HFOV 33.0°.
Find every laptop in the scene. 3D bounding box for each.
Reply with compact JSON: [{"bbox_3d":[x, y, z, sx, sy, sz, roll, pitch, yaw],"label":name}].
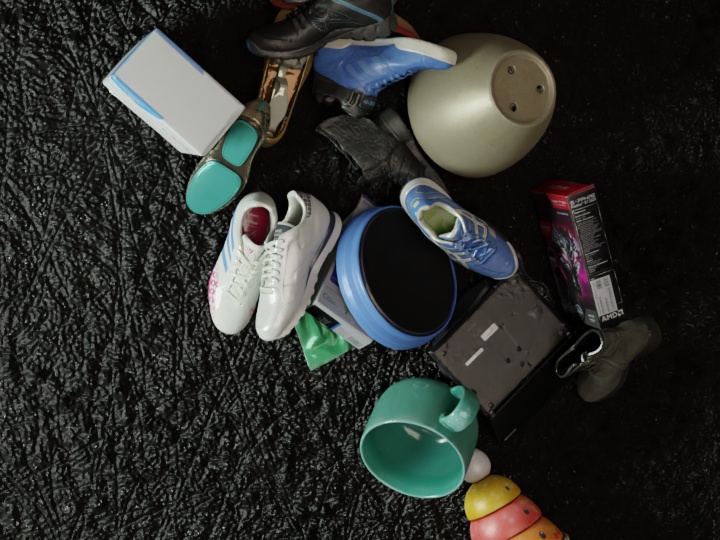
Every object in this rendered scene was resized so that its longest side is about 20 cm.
[{"bbox_3d":[0.212,0.128,1.746,0.177,0.103,0.200,-44,96,-11],"label":"laptop"}]

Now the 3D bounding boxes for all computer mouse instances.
[{"bbox_3d":[0.176,0.071,1.748,0.200,0.053,0.139,-46,118,-10],"label":"computer mouse"}]

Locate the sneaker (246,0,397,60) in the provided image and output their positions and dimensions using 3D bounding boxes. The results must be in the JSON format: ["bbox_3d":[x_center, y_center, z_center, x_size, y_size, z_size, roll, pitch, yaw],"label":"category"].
[{"bbox_3d":[-0.054,-0.328,1.560,0.199,0.073,0.082,-17,125,-11],"label":"sneaker"}]

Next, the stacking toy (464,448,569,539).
[{"bbox_3d":[0.198,0.350,1.769,0.146,0.146,0.201,-29,89,-8],"label":"stacking toy"}]

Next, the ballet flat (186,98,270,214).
[{"bbox_3d":[-0.165,-0.152,1.601,0.068,0.075,0.200,35,134,-4],"label":"ballet flat"}]

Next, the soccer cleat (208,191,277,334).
[{"bbox_3d":[-0.159,-0.008,1.635,0.070,0.086,0.201,12,96,-15],"label":"soccer cleat"}]

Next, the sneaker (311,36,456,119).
[{"bbox_3d":[0.028,-0.252,1.614,0.199,0.077,0.112,9,94,19],"label":"sneaker"}]

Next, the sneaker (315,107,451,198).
[{"bbox_3d":[0.035,-0.143,1.679,0.104,0.060,0.200,-35,99,-8],"label":"sneaker"}]

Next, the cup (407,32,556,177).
[{"bbox_3d":[0.182,-0.232,1.633,0.199,0.143,0.201,1,88,-22],"label":"cup"}]

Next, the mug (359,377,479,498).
[{"bbox_3d":[0.101,0.223,1.690,0.184,0.115,0.152,-7,124,28],"label":"mug"}]

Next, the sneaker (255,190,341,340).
[{"bbox_3d":[-0.100,-0.006,1.600,0.080,0.076,0.201,34,70,-42],"label":"sneaker"}]

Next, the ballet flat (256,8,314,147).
[{"bbox_3d":[-0.099,-0.260,1.625,0.068,0.063,0.201,13,95,-15],"label":"ballet flat"}]

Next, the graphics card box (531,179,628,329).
[{"bbox_3d":[0.310,-0.024,1.726,0.051,0.125,0.201,-20,103,-13],"label":"graphics card box"}]

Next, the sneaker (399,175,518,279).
[{"bbox_3d":[0.134,-0.045,1.654,0.200,0.077,0.076,34,108,-18],"label":"sneaker"}]

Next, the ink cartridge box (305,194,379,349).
[{"bbox_3d":[0.000,0.000,1.667,0.099,0.039,0.200,36,52,-18],"label":"ink cartridge box"}]

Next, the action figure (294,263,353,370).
[{"bbox_3d":[-0.066,0.022,1.680,0.118,0.055,0.201,-29,97,-6],"label":"action figure"}]

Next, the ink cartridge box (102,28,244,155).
[{"bbox_3d":[-0.239,-0.221,1.528,0.144,0.200,0.085,41,84,-16],"label":"ink cartridge box"}]

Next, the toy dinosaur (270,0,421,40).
[{"bbox_3d":[-0.023,-0.355,1.609,0.181,0.105,0.201,-23,104,-8],"label":"toy dinosaur"}]

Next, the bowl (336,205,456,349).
[{"bbox_3d":[0.054,0.006,1.654,0.200,0.039,0.201,18,62,-38],"label":"bowl"}]

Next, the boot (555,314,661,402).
[{"bbox_3d":[0.325,0.129,1.723,0.130,0.200,0.068,-9,59,-29],"label":"boot"}]
